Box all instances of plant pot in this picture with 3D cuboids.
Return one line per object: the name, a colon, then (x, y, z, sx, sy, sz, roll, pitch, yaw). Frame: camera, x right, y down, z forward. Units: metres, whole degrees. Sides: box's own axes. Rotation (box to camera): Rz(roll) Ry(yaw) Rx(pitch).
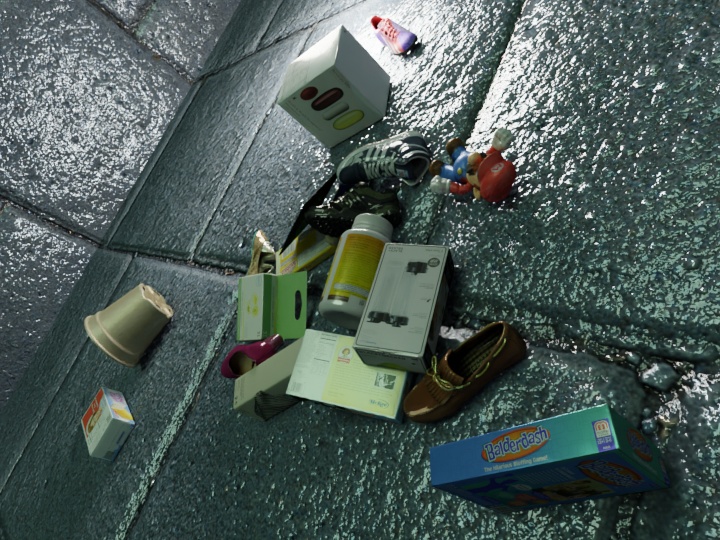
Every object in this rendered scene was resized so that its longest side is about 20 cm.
plant pot: (-0.663, 0.148, 1.552, 0.183, 0.201, 0.200, -42, 37, -3)

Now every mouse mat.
mouse mat: (-0.112, -0.128, 1.161, 0.161, 0.008, 0.200, -53, 2, -38)

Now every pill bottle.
pill bottle: (0.000, 0.000, 0.973, 0.109, 0.109, 0.202, -7, 58, 45)

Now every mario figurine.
mario figurine: (0.187, -0.187, 0.905, 0.200, 0.105, 0.125, -138, 50, -61)

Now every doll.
doll: (-0.029, -0.141, 1.143, 0.135, 0.049, 0.201, 1, 57, 35)

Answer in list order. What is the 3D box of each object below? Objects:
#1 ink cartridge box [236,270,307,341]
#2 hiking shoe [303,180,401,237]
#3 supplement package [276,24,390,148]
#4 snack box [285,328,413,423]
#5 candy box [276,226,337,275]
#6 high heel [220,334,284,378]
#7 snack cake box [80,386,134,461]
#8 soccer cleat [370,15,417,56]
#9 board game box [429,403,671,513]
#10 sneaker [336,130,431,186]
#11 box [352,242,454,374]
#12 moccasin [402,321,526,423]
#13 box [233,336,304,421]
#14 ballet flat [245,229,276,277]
ink cartridge box: (-0.196, 0.079, 1.147, 0.199, 0.048, 0.147, -10, 76, 46)
hiking shoe: (-0.015, -0.128, 1.069, 0.198, 0.076, 0.102, -1, 58, 8)
supplement package: (-0.063, -0.447, 1.313, 0.199, 0.191, 0.148, -19, 50, 39)
snack box: (-0.015, 0.169, 0.862, 0.198, 0.037, 0.117, 6, 66, 25)
candy box: (-0.120, -0.048, 1.210, 0.199, 0.026, 0.103, -32, 47, 27)
high heel: (-0.250, 0.195, 1.101, 0.199, 0.068, 0.096, -36, 3, 32)
snack cake box: (-0.708, 0.424, 1.472, 0.199, 0.067, 0.116, 25, 84, 53)
soccer cleat: (0.082, -0.618, 1.379, 0.068, 0.073, 0.200, -46, 37, 11)
board game box: (0.197, 0.209, 0.561, 0.199, 0.152, 0.045, -26, 45, 32)
sneaker: (0.049, -0.209, 1.077, 0.198, 0.070, 0.109, -23, 46, 6)
box: (0.073, 0.055, 0.841, 0.115, 0.060, 0.201, 3, 56, 23)
moccasin: (0.136, 0.143, 0.739, 0.201, 0.078, 0.074, -38, 40, 22)
box: (-0.148, 0.210, 1.003, 0.199, 0.082, 0.069, -35, 41, 27)
ballet flat: (-0.240, -0.015, 1.304, 0.065, 0.071, 0.202, -5, 58, 14)
